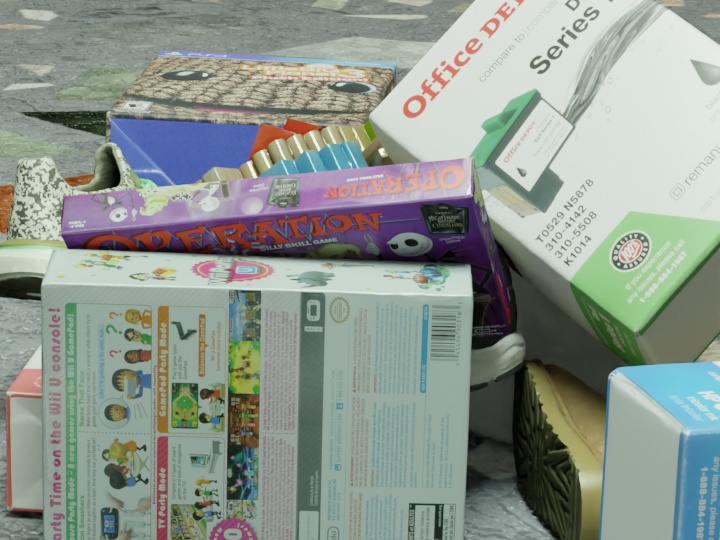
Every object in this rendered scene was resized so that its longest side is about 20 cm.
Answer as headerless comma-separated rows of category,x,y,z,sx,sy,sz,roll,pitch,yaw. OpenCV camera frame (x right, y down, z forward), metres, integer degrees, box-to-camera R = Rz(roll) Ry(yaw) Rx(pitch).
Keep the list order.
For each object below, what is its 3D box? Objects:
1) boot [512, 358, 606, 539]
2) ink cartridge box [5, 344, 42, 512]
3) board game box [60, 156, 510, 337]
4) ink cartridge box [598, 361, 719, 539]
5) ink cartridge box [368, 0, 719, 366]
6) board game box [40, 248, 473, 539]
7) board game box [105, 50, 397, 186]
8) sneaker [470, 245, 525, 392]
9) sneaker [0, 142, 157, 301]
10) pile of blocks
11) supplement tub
boot,0.186,0.097,1.409,0.199,0.066,0.175,-1,24,-12
ink cartridge box,-0.110,0.066,1.464,0.116,0.068,0.200,3,15,4
board game box,-0.034,-0.002,1.346,0.199,0.120,0.032,-5,51,11
ink cartridge box,0.207,0.115,1.174,0.199,0.145,0.085,-4,16,-19
ink cartridge box,0.124,-0.060,1.413,0.200,0.146,0.084,39,-6,30
board game box,-0.049,0.069,1.309,0.199,0.148,0.064,2,17,-1
board game box,-0.064,-0.067,1.718,0.158,0.097,0.200,3,15,4
sneaker,0.000,0.000,1.454,0.199,0.080,0.074,13,27,32
sneaker,-0.123,-0.025,1.539,0.077,0.089,0.200,1,-2,35
pile of blocks,-0.013,-0.069,1.557,0.199,0.062,0.082,-19,-20,-21
supplement tub,0.110,0.005,1.572,0.144,0.145,0.200,6,15,15
